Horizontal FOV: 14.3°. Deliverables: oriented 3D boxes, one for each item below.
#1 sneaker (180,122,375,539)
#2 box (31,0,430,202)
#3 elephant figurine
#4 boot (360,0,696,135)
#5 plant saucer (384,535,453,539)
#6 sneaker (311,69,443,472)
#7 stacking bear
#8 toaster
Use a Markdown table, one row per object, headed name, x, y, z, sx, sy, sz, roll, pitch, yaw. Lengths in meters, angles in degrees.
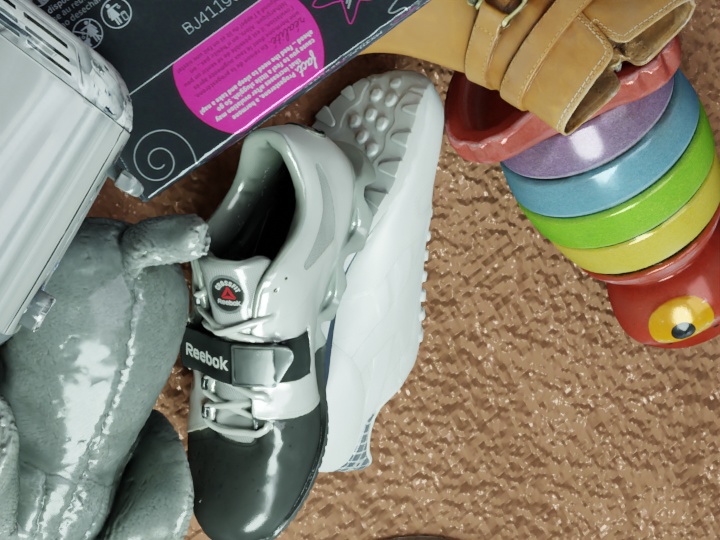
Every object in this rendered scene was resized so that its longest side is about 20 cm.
| name | x | y | z | sx | sy | sz | roll | pitch | yaw |
| --- | --- | --- | --- | --- | --- | --- | --- | --- | --- |
| sneaker | -0.054 | 0.027 | 1.327 | 0.088 | 0.074 | 0.201 | 23 | 75 | -61 |
| box | -0.048 | -0.143 | 1.274 | 0.200 | 0.115 | 0.132 | -36 | 93 | 6 |
| elephant figurine | -0.139 | 0.083 | 1.277 | 0.141 | 0.155 | 0.201 | 4 | 79 | 4 |
| boot | 0.044 | -0.114 | 1.350 | 0.200 | 0.074 | 0.155 | -44 | 72 | 5 |
| plant saucer | 0.030 | 0.237 | 1.462 | 0.200 | 0.037 | 0.201 | -3 | 96 | -30 |
| sneaker | 0.000 | 0.000 | 1.407 | 0.080 | 0.076 | 0.200 | 21 | 90 | -40 |
| stacking bear | 0.136 | -0.040 | 1.456 | 0.121 | 0.114 | 0.200 | -24 | 125 | 12 |
| toaster | -0.187 | -0.068 | 1.176 | 0.200 | 0.114 | 0.129 | 37 | 88 | 0 |
